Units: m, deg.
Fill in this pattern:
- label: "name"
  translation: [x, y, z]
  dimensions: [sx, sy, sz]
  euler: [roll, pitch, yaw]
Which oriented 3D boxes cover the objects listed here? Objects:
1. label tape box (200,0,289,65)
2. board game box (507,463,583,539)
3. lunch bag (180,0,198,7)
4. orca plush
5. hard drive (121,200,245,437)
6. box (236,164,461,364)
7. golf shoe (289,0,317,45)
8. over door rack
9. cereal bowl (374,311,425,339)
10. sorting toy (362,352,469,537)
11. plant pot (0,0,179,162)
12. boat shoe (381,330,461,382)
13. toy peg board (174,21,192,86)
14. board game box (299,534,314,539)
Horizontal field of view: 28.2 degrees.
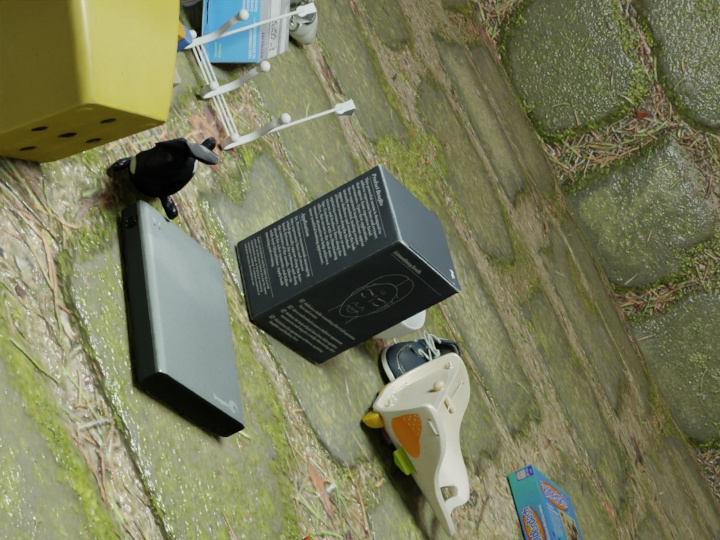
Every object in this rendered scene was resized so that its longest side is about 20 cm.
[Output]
- label: "label tape box"
  translation: [-0.143, -0.341, 1.824]
  dimensions: [0.200, 0.065, 0.145]
  euler: [-53, 148, -71]
- label: "board game box"
  translation: [0.291, 0.406, 2.127]
  dimensions: [0.152, 0.045, 0.202]
  euler: [41, 29, -48]
- label: "lunch bag"
  translation: [-0.141, -0.394, 1.600]
  dimensions: [0.125, 0.198, 0.170]
  euler: [64, 1, -8]
- label: "orca plush"
  translation: [-0.178, -0.088, 1.407]
  dimensions: [0.104, 0.199, 0.072]
  euler: [-16, 94, -27]
- label: "hard drive"
  translation: [-0.172, 0.048, 1.380]
  dimensions: [0.139, 0.033, 0.202]
  euler: [42, 28, -48]
- label: "box"
  translation: [-0.014, -0.003, 1.611]
  dimensions: [0.148, 0.198, 0.108]
  euler: [39, 30, -51]
- label: "golf shoe"
  translation: [-0.110, -0.428, 2.153]
  dimensions: [0.097, 0.077, 0.202]
  euler: [63, 14, -67]
- label: "over door rack"
  translation: [-0.105, -0.243, 1.744]
  dimensions: [0.198, 0.066, 0.149]
  euler: [-19, 85, -33]
- label: "cereal bowl"
  translation: [0.000, 0.000, 1.826]
  dimensions: [0.201, 0.083, 0.201]
  euler: [52, 21, -29]
- label: "sorting toy"
  translation: [0.090, 0.226, 1.763]
  dimensions: [0.200, 0.106, 0.182]
  euler: [-47, 117, -71]
- label: "plant pot"
  translation: [-0.268, -0.200, 1.231]
  dimensions: [0.200, 0.198, 0.179]
  euler: [3, 73, -69]
- label: "boat shoe"
  translation: [0.086, 0.124, 1.925]
  dimensions: [0.200, 0.061, 0.076]
  euler: [6, 61, -68]
- label: "toy peg board"
  translation: [-0.251, -0.308, 1.542]
  dimensions: [0.202, 0.097, 0.199]
  euler: [65, 19, 3]
- label: "board game box"
  translation: [-0.067, 0.324, 1.272]
  dimensions: [0.102, 0.047, 0.200]
  euler: [62, 18, -3]
